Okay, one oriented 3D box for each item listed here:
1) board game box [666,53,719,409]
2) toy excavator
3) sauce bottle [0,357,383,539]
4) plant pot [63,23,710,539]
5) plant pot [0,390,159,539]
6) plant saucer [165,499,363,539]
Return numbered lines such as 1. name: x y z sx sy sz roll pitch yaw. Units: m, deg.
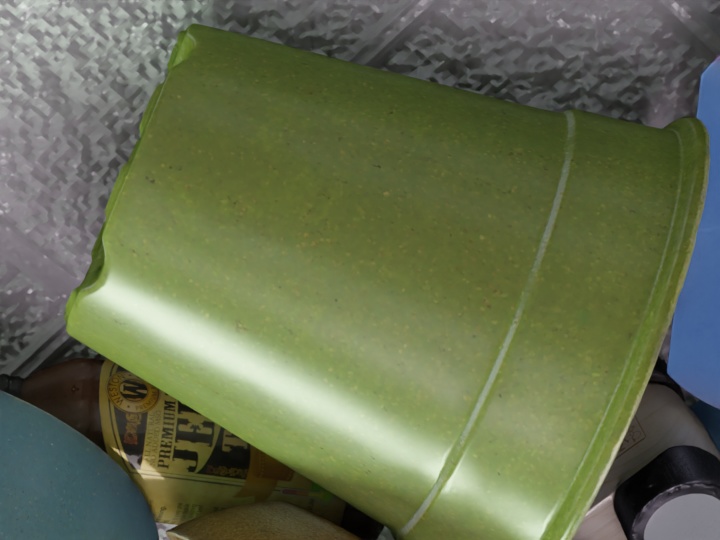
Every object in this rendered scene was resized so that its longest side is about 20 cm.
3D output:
1. board game box: 0.193 -0.034 0.991 0.157 0.039 0.201 -7 123 -15
2. toy excavator: 0.162 0.118 1.053 0.194 0.100 0.200 -38 124 10
3. sauce bottle: -0.086 0.069 1.009 0.199 0.065 0.065 7 121 -12
4. plant pot: 0.000 0.000 0.921 0.189 0.200 0.201 23 118 -5
5. plant pot: -0.187 0.147 0.965 0.199 0.135 0.201 6 142 5
6. plant saucer: 0.018 0.140 0.954 0.200 0.200 0.036 39 78 -26
